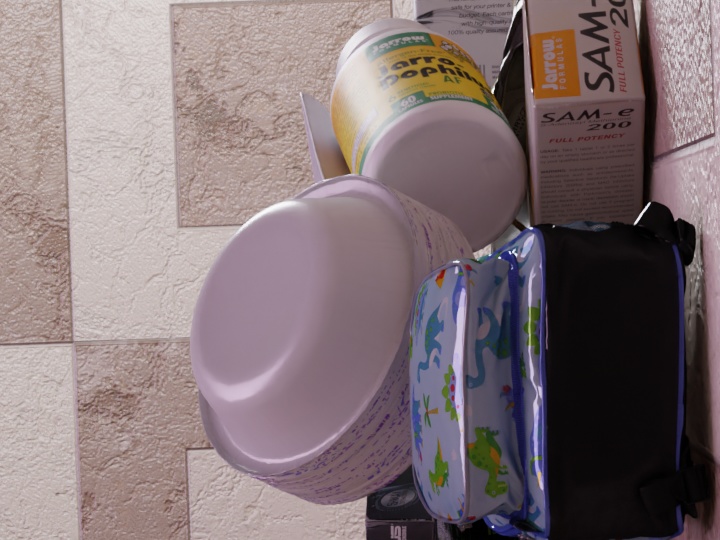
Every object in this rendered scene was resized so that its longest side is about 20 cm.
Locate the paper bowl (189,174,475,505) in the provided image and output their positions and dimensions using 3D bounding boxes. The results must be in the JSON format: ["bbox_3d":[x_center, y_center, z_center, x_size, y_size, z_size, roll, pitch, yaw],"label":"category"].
[{"bbox_3d":[-0.028,0.037,1.553,0.104,0.200,0.201,27,-132,-37],"label":"paper bowl"}]

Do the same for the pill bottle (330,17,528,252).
[{"bbox_3d":[0.040,-0.098,1.714,0.200,0.112,0.113,-110,16,-61],"label":"pill bottle"}]

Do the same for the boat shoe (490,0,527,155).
[{"bbox_3d":[0.137,-0.157,1.769,0.065,0.073,0.201,-155,81,-79],"label":"boat shoe"}]

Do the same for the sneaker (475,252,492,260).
[{"bbox_3d":[0.117,0.050,1.857,0.091,0.077,0.200,61,179,-16],"label":"sneaker"}]

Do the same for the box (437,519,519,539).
[{"bbox_3d":[0.069,0.113,1.769,0.193,0.047,0.201,-117,20,-67],"label":"box"}]

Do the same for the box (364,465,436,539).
[{"bbox_3d":[0.029,0.165,1.638,0.200,0.043,0.161,-86,-4,-57],"label":"box"}]

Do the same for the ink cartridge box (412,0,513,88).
[{"bbox_3d":[0.116,-0.173,2.045,0.083,0.146,0.201,83,-174,-65],"label":"ink cartridge box"}]

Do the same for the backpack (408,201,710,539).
[{"bbox_3d":[0.101,0.066,1.404,0.200,0.146,0.184,129,139,-80],"label":"backpack"}]

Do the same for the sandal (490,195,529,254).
[{"bbox_3d":[0.118,-0.085,1.833,0.082,0.054,0.201,-11,66,54],"label":"sandal"}]

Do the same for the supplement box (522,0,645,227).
[{"bbox_3d":[0.146,-0.084,1.645,0.200,0.073,0.126,84,-176,-49],"label":"supplement box"}]

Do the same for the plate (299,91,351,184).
[{"bbox_3d":[0.000,0.000,1.790,0.200,0.032,0.201,-106,3,-50],"label":"plate"}]
